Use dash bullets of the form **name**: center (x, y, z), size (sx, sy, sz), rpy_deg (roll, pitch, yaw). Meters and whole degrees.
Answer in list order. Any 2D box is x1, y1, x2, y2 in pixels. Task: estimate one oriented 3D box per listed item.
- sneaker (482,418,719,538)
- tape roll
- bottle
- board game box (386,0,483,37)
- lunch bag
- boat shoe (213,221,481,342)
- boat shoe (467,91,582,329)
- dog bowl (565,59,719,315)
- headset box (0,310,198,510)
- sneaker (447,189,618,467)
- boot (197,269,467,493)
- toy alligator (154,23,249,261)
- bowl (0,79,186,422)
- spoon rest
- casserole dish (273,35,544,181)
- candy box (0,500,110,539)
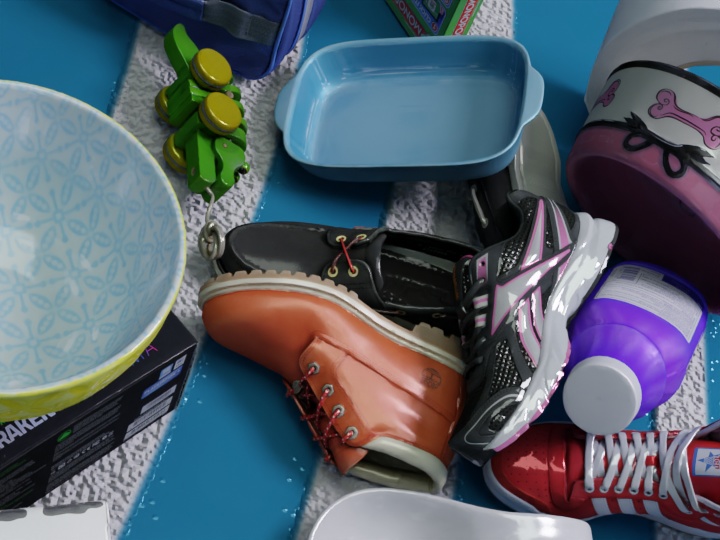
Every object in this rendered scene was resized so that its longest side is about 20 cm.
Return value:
- **sneaker**: center (0.186, 0.128, 0.970), size (0.198, 0.113, 0.072), rpy_deg (9, 71, -12)
- **tape roll**: center (0.273, -0.138, 1.125), size (0.201, 0.203, 0.071), rpy_deg (26, 54, 0)
- **bottle**: center (0.179, 0.052, 1.001), size (0.083, 0.066, 0.200), rpy_deg (24, 23, 12)
- **board game box**: center (0.035, -0.280, 1.182), size (0.029, 0.135, 0.201), rpy_deg (-20, 66, -28)
- **lunch bag**: center (-0.115, -0.246, 1.109), size (0.199, 0.136, 0.133), rpy_deg (29, 53, 4)
- **boat shoe**: center (0.000, -0.002, 1.034), size (0.200, 0.063, 0.074), rpy_deg (12, 57, -8)
- **boat shoe**: center (0.112, -0.036, 1.093), size (0.074, 0.060, 0.201), rpy_deg (18, 52, -39)
- **dog bowl**: center (0.231, -0.050, 1.066), size (0.200, 0.200, 0.074), rpy_deg (42, 77, 11)
- **headset box**: center (-0.230, 0.034, 0.914), size (0.174, 0.093, 0.200), rpy_deg (-32, 71, -32)
- **sneaker**: center (0.091, 0.032, 0.975), size (0.086, 0.080, 0.201), rpy_deg (29, 55, -3)
- **boot**: center (-0.020, 0.072, 0.973), size (0.199, 0.075, 0.108), rpy_deg (22, 58, -5)
- **toy alligator**: center (-0.101, -0.087, 1.059), size (0.054, 0.059, 0.201), rpy_deg (13, 51, -39)
- **bowl**: center (-0.201, 0.006, 0.816), size (0.198, 0.108, 0.201), rpy_deg (9, 55, -13)
- **spoon rest**: center (0.062, 0.178, 0.934), size (0.198, 0.061, 0.100), rpy_deg (-1, 58, -20)
- **casserole dish**: center (0.036, -0.113, 1.091), size (0.198, 0.039, 0.122), rpy_deg (-1, 56, 17)
- **candy box**: center (-0.227, 0.218, 0.791), size (0.198, 0.072, 0.169), rpy_deg (-2, 69, -19)
